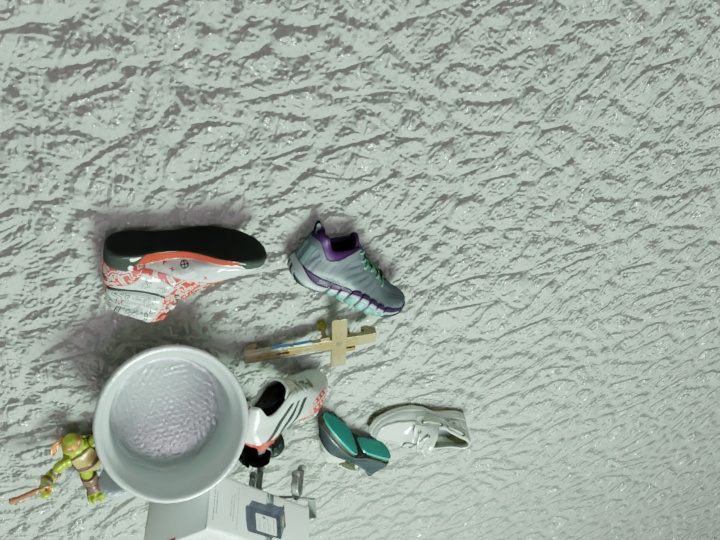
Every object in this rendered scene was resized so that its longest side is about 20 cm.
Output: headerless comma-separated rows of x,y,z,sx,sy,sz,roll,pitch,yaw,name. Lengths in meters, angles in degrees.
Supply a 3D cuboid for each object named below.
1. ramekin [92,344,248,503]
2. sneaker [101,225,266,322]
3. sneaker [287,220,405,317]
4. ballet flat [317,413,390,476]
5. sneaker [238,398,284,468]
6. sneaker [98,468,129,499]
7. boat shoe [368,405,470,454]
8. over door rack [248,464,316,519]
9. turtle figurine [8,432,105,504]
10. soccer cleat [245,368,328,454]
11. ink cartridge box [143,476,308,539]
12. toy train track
-0.254,0.195,1.147,0.197,0.098,0.205,-1,92,-18,ramekin
-0.221,0.007,1.073,0.198,0.068,0.109,-1,132,-21,sneaker
0.000,0.000,1.171,0.198,0.075,0.088,20,115,-37,sneaker
-0.024,0.301,1.440,0.073,0.074,0.199,-40,137,13,ballet flat
-0.162,0.265,1.311,0.059,0.105,0.201,-29,137,2,sneaker
-0.290,0.291,1.263,0.199,0.075,0.115,-30,148,-35,sneaker
0.109,0.281,1.485,0.197,0.070,0.071,4,130,-28,boat shoe
-0.156,0.355,1.383,0.145,0.068,0.201,-3,154,4,over door rack
-0.397,0.275,1.228,0.200,0.064,0.162,-42,149,-18,turtle figurine
-0.105,0.182,1.238,0.199,0.068,0.087,-34,140,-51,soccer cleat
-0.190,0.376,1.247,0.143,0.086,0.199,-27,137,33,ink cartridge box
-0.075,0.102,1.260,0.196,0.033,0.116,-9,141,-11,toy train track
